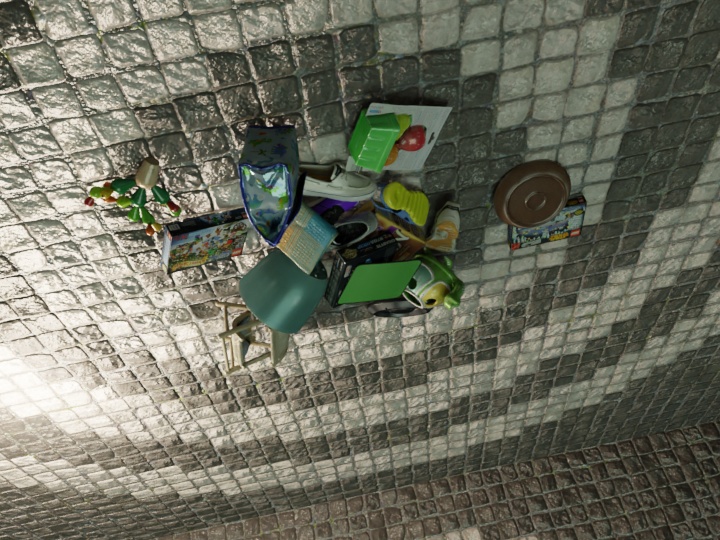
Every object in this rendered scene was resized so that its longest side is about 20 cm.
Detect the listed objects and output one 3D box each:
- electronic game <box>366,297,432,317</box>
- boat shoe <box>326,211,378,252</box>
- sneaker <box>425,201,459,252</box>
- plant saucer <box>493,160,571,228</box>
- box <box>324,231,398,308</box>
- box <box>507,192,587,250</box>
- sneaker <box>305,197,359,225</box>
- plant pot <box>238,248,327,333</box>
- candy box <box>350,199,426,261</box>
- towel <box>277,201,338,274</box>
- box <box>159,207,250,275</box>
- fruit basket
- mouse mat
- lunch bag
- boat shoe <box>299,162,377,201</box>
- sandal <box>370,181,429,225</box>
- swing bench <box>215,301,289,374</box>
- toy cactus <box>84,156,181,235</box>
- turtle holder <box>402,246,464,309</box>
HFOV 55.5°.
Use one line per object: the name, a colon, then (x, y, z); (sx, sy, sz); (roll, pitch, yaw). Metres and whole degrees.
electronic game: (0.118, 0.103, 1.972); (0.199, 0.042, 0.200); (-2, 166, -1)
boat shoe: (-0.054, -0.088, 1.647); (0.200, 0.072, 0.070); (-20, 101, 26)
sneaker: (0.219, -0.111, 1.749); (0.075, 0.088, 0.200); (16, 162, -4)
plant saucer: (0.436, -0.181, 1.714); (0.200, 0.035, 0.201); (-5, 128, -6)
box: (0.000, 0.000, 1.716); (0.159, 0.046, 0.200); (-21, 151, -27)
box: (0.496, -0.128, 1.831); (0.199, 0.040, 0.137); (-13, 143, 1)
sneaker: (-0.082, -0.124, 1.617); (0.200, 0.100, 0.070); (-22, 144, 13)
plant pot: (-0.178, 0.032, 1.722); (0.200, 0.201, 0.161); (25, 118, -39)
candy box: (0.061, -0.092, 1.739); (0.117, 0.057, 0.200); (-37, 138, 29)
towel: (-0.157, -0.103, 1.583); (0.200, 0.022, 0.147); (41, 125, 4)
box: (-0.362, -0.069, 1.600); (0.200, 0.038, 0.137); (-18, 149, -33)
fruit basket: (0.079, -0.290, 1.483); (0.200, 0.094, 0.185); (-10, 146, -29)
mouse mat: (0.047, 0.029, 1.727); (0.200, 0.008, 0.161); (-4, 142, -30)
lunch bag: (-0.180, -0.177, 1.425); (0.127, 0.170, 0.200); (2, 129, 1)
boat shoe: (-0.055, -0.208, 1.549); (0.199, 0.071, 0.070); (5, 143, -12)
sandal: (0.096, -0.165, 1.655); (0.087, 0.080, 0.200); (8, 167, 39)
swing bench: (-0.295, 0.179, 1.924); (0.199, 0.130, 0.199); (-6, 142, -9)
toy cactus: (-0.476, -0.166, 1.471); (0.200, 0.102, 0.165); (18, 124, -22)
turtle holder: (0.195, 0.042, 1.835); (0.132, 0.185, 0.141); (-46, 165, -16)
